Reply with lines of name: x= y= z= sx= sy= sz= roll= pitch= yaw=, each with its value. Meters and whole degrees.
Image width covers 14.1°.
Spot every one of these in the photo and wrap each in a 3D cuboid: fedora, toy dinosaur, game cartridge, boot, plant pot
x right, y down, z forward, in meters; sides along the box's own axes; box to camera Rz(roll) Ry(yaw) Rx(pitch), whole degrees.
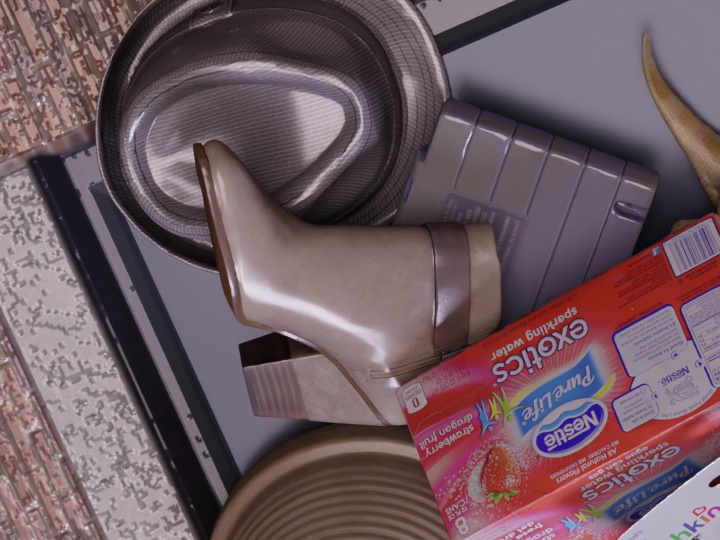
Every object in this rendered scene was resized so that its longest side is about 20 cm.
fedora: x=-0.052 y=-0.078 z=1.568 sx=0.199 sy=0.090 sz=0.178 roll=-9 pitch=100 yaw=7
toy dinosaur: x=0.207 y=-0.035 z=1.579 sx=0.200 sy=0.058 sz=0.101 roll=37 pitch=88 yaw=-2
game cartridge: x=0.071 y=0.015 z=1.587 sx=0.129 sy=0.038 sz=0.201 roll=22 pitch=115 yaw=5
boot: x=0.000 y=0.000 z=1.523 sx=0.145 sy=0.070 sz=0.201 roll=-13 pitch=131 yaw=-1
plant pot: x=0.007 y=0.192 z=1.600 sx=0.200 sy=0.093 sz=0.202 roll=2 pitch=109 yaw=6

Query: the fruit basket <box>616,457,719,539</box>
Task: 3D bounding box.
fruit basket: x=0.236 y=0.138 z=1.489 sx=0.185 sy=0.200 sz=0.094 roll=-40 pitch=52 yaw=15

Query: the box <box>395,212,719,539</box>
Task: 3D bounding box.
box: x=0.133 y=0.070 z=1.509 sx=0.199 sy=0.095 sz=0.100 roll=-30 pitch=59 yaw=15
